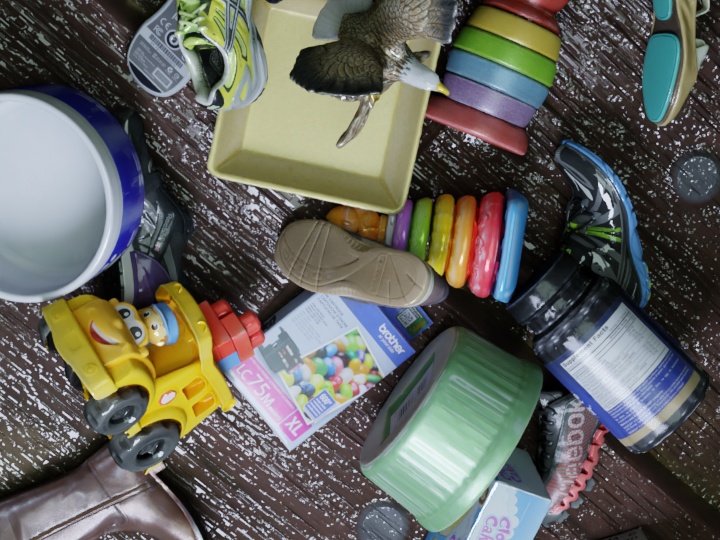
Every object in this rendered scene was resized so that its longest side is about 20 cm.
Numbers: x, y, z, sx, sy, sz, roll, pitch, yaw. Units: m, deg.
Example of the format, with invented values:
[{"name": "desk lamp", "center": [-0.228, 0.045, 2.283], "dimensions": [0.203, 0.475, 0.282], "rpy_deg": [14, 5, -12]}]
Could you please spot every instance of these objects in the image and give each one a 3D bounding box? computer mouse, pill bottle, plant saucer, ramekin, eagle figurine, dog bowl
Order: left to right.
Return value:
[{"name": "dog bowl", "center": [-0.309, -0.075, 1.631], "dimensions": [0.200, 0.079, 0.200], "rpy_deg": [4, 105, 17]}, {"name": "computer mouse", "center": [-0.153, -0.251, 1.651], "dimensions": [0.110, 0.044, 0.200], "rpy_deg": [45, 119, 0]}, {"name": "plant saucer", "center": [-0.035, -0.173, 1.698], "dimensions": [0.200, 0.048, 0.200], "rpy_deg": [12, 102, -3]}, {"name": "eagle figurine", "center": [0.019, -0.203, 1.560], "dimensions": [0.151, 0.200, 0.152], "rpy_deg": [1, 80, 7]}, {"name": "ramekin", "center": [0.086, 0.153, 1.731], "dimensions": [0.098, 0.200, 0.200], "rpy_deg": [34, 96, -8]}, {"name": "pill bottle", "center": [0.245, 0.078, 1.728], "dimensions": [0.200, 0.112, 0.112], "rpy_deg": [45, 93, -1]}]

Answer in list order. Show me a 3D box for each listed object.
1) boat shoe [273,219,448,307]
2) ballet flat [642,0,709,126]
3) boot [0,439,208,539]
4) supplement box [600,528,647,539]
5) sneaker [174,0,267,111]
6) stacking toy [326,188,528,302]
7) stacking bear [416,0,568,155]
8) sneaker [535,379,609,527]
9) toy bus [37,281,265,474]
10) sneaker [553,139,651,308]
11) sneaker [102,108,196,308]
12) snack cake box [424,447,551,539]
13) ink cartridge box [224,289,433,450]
[{"name": "boat shoe", "center": [0.000, 0.000, 1.700], "dimensions": [0.065, 0.200, 0.072], "rpy_deg": [28, 79, -50]}, {"name": "ballet flat", "center": [0.326, -0.246, 1.741], "dimensions": [0.063, 0.069, 0.200], "rpy_deg": [-6, 106, -22]}, {"name": "boot", "center": [-0.269, 0.280, 1.768], "dimensions": [0.200, 0.064, 0.187], "rpy_deg": [-30, 93, -4]}, {"name": "supplement box", "center": [0.302, 0.372, 1.810], "dimensions": [0.073, 0.200, 0.126], "rpy_deg": [-18, 106, -1]}, {"name": "sneaker", "center": [-0.137, -0.243, 1.578], "dimensions": [0.075, 0.076, 0.200], "rpy_deg": [-10, 104, 27]}, {"name": "stacking toy", "center": [0.064, -0.036, 1.738], "dimensions": [0.200, 0.116, 0.110], "rpy_deg": [8, 99, 1]}, {"name": "stacking bear", "center": [0.148, -0.226, 1.697], "dimensions": [0.121, 0.114, 0.200], "rpy_deg": [21, 95, -13]}, {"name": "sneaker", "center": [0.215, 0.171, 1.817], "dimensions": [0.098, 0.071, 0.201], "rpy_deg": [26, 96, -14]}, {"name": "toy bus", "center": [-0.191, 0.079, 1.664], "dimensions": [0.192, 0.136, 0.200], "rpy_deg": [-30, 151, -6]}, {"name": "sneaker", "center": [0.238, -0.039, 1.770], "dimensions": [0.083, 0.071, 0.200], "rpy_deg": [-23, 109, -10]}, {"name": "sneaker", "center": [-0.209, -0.063, 1.705], "dimensions": [0.087, 0.076, 0.200], "rpy_deg": [-7, 107, -25]}, {"name": "snack cake box", "center": [0.118, 0.287, 1.794], "dimensions": [0.067, 0.115, 0.200], "rpy_deg": [20, 106, -13]}, {"name": "ink cartridge box", "center": [-0.033, 0.078, 1.773], "dimensions": [0.200, 0.042, 0.119], "rpy_deg": [-39, 106, 0]}]
